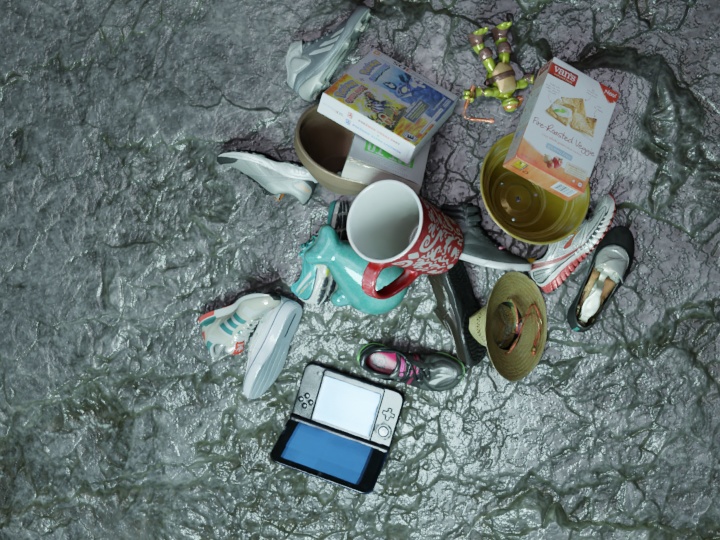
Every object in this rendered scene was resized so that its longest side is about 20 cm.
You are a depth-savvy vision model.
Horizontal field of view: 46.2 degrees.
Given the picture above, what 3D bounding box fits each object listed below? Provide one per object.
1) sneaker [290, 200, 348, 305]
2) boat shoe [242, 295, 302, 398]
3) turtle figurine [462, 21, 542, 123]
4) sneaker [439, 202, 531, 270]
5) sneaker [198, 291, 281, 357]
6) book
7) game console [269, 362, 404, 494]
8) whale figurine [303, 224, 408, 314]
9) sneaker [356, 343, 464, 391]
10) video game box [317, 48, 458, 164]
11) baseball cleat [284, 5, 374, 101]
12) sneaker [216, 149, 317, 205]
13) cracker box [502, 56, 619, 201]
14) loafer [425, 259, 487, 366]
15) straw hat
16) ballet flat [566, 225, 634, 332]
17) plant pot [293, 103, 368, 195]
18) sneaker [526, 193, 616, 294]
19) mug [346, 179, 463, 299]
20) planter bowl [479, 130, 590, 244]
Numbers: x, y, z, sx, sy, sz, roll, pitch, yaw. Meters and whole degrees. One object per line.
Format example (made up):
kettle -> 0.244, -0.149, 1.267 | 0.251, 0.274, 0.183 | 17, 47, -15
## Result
sneaker -> -0.075, -0.037, 1.554 | 0.079, 0.077, 0.201 | 21, 96, 20
boat shoe -> -0.176, 0.141, 1.593 | 0.067, 0.074, 0.201 | 28, 91, 32
turtle figurine -> 0.254, -0.346, 1.473 | 0.199, 0.064, 0.162 | -16, 93, -7
sneaker -> 0.212, -0.062, 1.483 | 0.199, 0.071, 0.100 | 18, 96, 22
sneaker -> -0.216, 0.103, 1.561 | 0.199, 0.070, 0.094 | -22, 74, 33
book -> 0.053, -0.219, 1.454 | 0.133, 0.200, 0.048 | 17, 137, -4
game console -> -0.041, 0.284, 1.542 | 0.199, 0.118, 0.171 | 17, 97, 9
whale figurine -> 0.000, 0.000, 1.489 | 0.200, 0.104, 0.159 | 33, 95, -27
sneaker -> 0.088, 0.181, 1.527 | 0.199, 0.084, 0.077 | 6, 95, 11
video game box -> 0.051, -0.288, 1.455 | 0.182, 0.200, 0.047 | 29, 135, 9
baseball cleat -> -0.067, -0.409, 1.529 | 0.106, 0.070, 0.200 | 37, 99, 6
sneaker -> -0.176, -0.176, 1.564 | 0.199, 0.074, 0.080 | 18, 102, 9
cracker box -> 0.336, -0.236, 1.411 | 0.134, 0.058, 0.201 | 26, 73, -10
loafer -> 0.173, 0.075, 1.519 | 0.071, 0.073, 0.201 | -9, 98, 50
straw hat -> 0.238, 0.097, 1.468 | 0.085, 0.201, 0.202 | -1, 94, 42
ballet flat -> 0.421, 0.019, 1.459 | 0.068, 0.068, 0.201 | 23, 97, 7
plant pot -> -0.025, -0.201, 1.500 | 0.200, 0.201, 0.093 | 32, 141, 7
sneaker -> 0.365, -0.056, 1.462 | 0.082, 0.078, 0.200 | 42, 100, 7
mug -> 0.068, -0.048, 1.405 | 0.177, 0.200, 0.134 | -43, 64, 16
planter bowl -> 0.285, -0.133, 1.453 | 0.199, 0.083, 0.201 | 3, 77, -12
